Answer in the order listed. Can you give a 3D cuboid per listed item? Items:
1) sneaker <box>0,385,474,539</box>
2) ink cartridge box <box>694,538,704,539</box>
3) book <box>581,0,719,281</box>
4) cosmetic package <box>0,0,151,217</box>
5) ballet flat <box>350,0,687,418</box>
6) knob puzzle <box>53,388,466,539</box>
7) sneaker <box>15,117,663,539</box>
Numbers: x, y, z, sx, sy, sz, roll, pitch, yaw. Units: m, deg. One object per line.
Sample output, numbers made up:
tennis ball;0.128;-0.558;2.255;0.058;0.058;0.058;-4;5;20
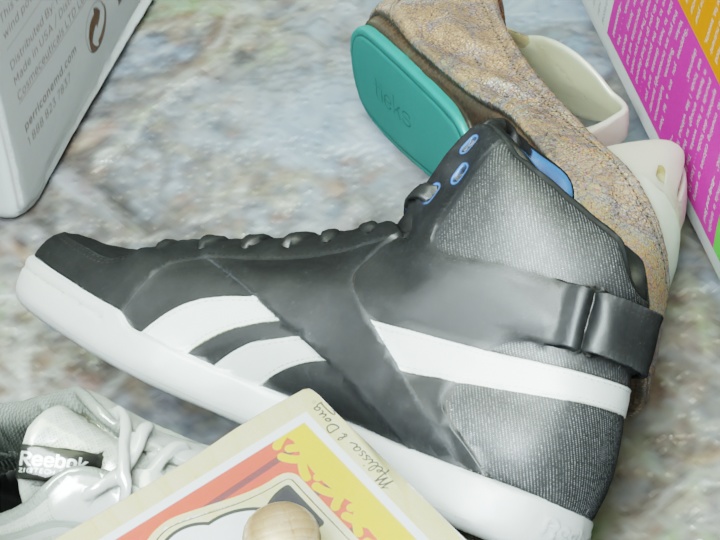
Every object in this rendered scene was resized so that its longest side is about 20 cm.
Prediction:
sneaker;-0.053;0.077;0.744;0.199;0.081;0.075;8;43;15
ink cartridge box;0.035;0.151;0.679;0.199;0.039;0.099;-25;45;-19
book;0.115;-0.097;0.849;0.048;0.134;0.201;-2;46;-20
cosmetic package;-0.188;-0.144;0.939;0.199;0.167;0.168;9;45;17
ballet flat;0.063;-0.033;0.854;0.067;0.068;0.200;-15;44;-18
knob puzzle;-0.034;0.130;0.641;0.218;0.031;0.221;0;52;0
sneaker;0.000;0.000;0.787;0.199;0.073;0.112;23;86;28
